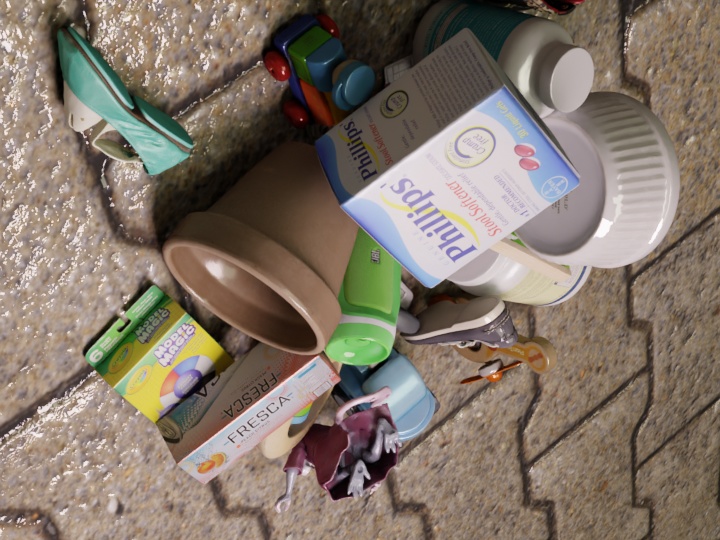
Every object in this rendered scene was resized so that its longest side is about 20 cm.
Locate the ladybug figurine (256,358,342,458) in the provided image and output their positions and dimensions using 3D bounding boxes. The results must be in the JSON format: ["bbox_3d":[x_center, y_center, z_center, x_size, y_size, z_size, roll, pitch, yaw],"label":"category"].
[{"bbox_3d":[-0.084,0.139,1.687,0.136,0.072,0.201,-31,151,-54],"label":"ladybug figurine"}]

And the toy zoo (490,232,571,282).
[{"bbox_3d":[0.190,-0.094,1.691,0.131,0.201,0.020,24,138,-36],"label":"toy zoo"}]

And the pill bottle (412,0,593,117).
[{"bbox_3d":[0.158,-0.229,1.547,0.110,0.199,0.112,-18,119,-36],"label":"pill bottle"}]

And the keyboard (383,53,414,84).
[{"bbox_3d":[0.106,-0.247,1.645,0.199,0.011,0.057,-29,137,-28],"label":"keyboard"}]

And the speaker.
[{"bbox_3d":[0.000,0.000,1.581,0.088,0.088,0.201,45,40,-52],"label":"speaker"}]

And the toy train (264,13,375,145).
[{"bbox_3d":[-0.019,-0.165,1.495,0.085,0.116,0.201,-39,140,-16],"label":"toy train"}]

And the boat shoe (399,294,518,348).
[{"bbox_3d":[0.122,0.079,1.779,0.073,0.200,0.063,-47,108,-30],"label":"boat shoe"}]

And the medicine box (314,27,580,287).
[{"bbox_3d":[0.089,-0.109,1.436,0.200,0.103,0.182,-36,136,13],"label":"medicine box"}]

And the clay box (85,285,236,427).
[{"bbox_3d":[-0.210,0.110,1.572,0.115,0.048,0.200,-47,143,-6],"label":"clay box"}]

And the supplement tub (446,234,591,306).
[{"bbox_3d":[0.190,-0.034,1.791,0.199,0.145,0.146,10,112,-49],"label":"supplement tub"}]

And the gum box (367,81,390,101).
[{"bbox_3d":[0.067,-0.113,1.614,0.066,0.113,0.200,-41,146,-13],"label":"gum box"}]

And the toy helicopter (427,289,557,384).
[{"bbox_3d":[0.179,0.099,1.841,0.079,0.199,0.133,-23,117,-32],"label":"toy helicopter"}]

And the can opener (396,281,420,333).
[{"bbox_3d":[0.020,0.017,1.719,0.053,0.067,0.200,-50,143,-4],"label":"can opener"}]

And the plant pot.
[{"bbox_3d":[-0.084,-0.037,1.498,0.175,0.199,0.201,-60,146,-21],"label":"plant pot"}]

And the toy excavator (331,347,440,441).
[{"bbox_3d":[0.018,0.117,1.758,0.100,0.195,0.200,-38,168,-17],"label":"toy excavator"}]

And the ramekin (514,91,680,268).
[{"bbox_3d":[0.248,-0.098,1.586,0.105,0.200,0.201,-10,126,-41],"label":"ramekin"}]

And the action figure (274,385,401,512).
[{"bbox_3d":[-0.042,0.219,1.741,0.133,0.200,0.150,-14,98,-27],"label":"action figure"}]

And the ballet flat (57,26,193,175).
[{"bbox_3d":[-0.236,-0.147,1.330,0.070,0.067,0.200,-39,141,6],"label":"ballet flat"}]

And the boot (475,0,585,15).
[{"bbox_3d":[0.188,-0.318,1.554,0.199,0.150,0.074,10,100,-47],"label":"boot"}]

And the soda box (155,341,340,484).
[{"bbox_3d":[-0.124,0.145,1.566,0.200,0.068,0.064,-37,141,1],"label":"soda box"}]
